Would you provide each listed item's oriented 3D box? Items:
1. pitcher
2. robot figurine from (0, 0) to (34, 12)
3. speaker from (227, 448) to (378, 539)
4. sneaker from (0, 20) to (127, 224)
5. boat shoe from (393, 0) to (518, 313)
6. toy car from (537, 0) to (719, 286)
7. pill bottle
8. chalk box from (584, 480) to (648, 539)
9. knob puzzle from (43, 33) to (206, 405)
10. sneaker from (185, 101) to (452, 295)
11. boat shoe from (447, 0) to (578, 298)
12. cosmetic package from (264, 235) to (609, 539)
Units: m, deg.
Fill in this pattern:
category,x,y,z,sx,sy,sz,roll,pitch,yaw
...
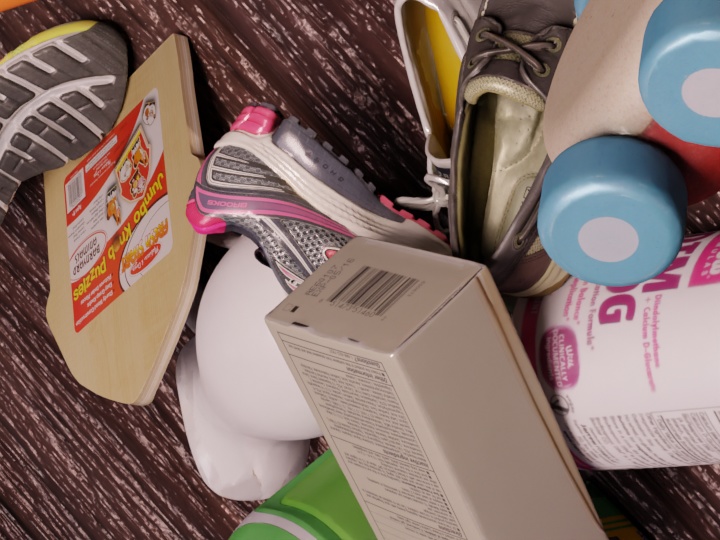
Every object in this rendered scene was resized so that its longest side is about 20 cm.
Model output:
category,x,y,z,sx,sy,sz,roll,pitch,yaw
pitcher,-0.054,0.023,1.265,0.172,0.121,0.200,62,149,14
robot figurine,-0.197,-0.233,1.223,0.199,0.117,0.144,-3,123,41
speaker,0.010,0.131,1.202,0.088,0.200,0.089,21,128,30
sneaker,-0.218,-0.098,1.353,0.078,0.091,0.200,36,121,-28
boat shoe,0.057,-0.057,1.129,0.074,0.086,0.203,6,118,39
toy car,0.195,-0.077,0.920,0.199,0.185,0.177,23,135,-9
pill bottle,0.180,0.036,1.061,0.199,0.113,0.114,-9,109,43
chalk box,0.090,0.237,1.197,0.124,0.200,0.125,45,135,9
knob puzzle,-0.132,-0.012,1.301,0.219,0.030,0.221,-21,65,53
sneaker,0.000,0.000,1.143,0.200,0.075,0.081,37,172,1
boat shoe,0.081,-0.086,1.058,0.071,0.066,0.202,9,94,29
cosmetic package,0.043,0.088,1.082,0.103,0.073,0.201,15,140,48
